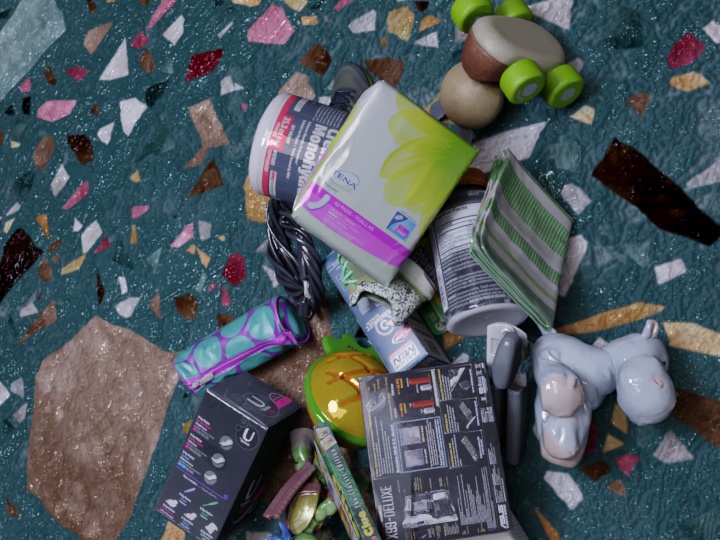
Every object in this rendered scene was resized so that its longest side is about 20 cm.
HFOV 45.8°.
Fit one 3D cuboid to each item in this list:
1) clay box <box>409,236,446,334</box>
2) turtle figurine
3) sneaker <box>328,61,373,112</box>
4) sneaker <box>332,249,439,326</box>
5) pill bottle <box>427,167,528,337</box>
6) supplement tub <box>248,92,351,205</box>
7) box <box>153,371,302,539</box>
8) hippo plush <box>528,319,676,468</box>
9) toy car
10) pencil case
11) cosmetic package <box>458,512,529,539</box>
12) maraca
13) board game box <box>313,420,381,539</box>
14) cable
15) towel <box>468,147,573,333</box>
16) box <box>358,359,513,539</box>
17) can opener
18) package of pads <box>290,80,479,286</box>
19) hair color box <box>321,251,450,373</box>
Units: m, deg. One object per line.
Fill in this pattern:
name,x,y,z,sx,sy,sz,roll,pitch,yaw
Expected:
clay box,0.147,-0.014,1.154,0.199,0.048,0.115,-38,65,13
turtle figurine,-0.029,0.299,1.143,0.198,0.145,0.195,-3,52,-4
sneaker,-0.026,-0.227,1.261,0.073,0.081,0.202,-6,66,24
sneaker,0.000,0.000,1.095,0.199,0.077,0.089,33,77,20
pill bottle,0.142,-0.027,1.069,0.105,0.106,0.202,-18,64,21
supplement tub,-0.036,-0.142,1.130,0.198,0.140,0.142,18,86,6
box,-0.182,0.260,1.184,0.105,0.122,0.201,29,104,14
hippo plush,0.290,0.142,1.022,0.159,0.161,0.201,-6,32,7
toy car,0.172,-0.247,1.171,0.200,0.157,0.165,-52,54,39
pencil case,-0.175,0.115,1.258,0.199,0.085,0.093,-30,23,17
cosmetic package,0.144,0.332,1.067,0.101,0.074,0.201,-37,68,13
maraca,-0.008,0.154,1.123,0.136,0.201,0.107,28,121,-11
board game box,-0.008,0.286,1.002,0.023,0.105,0.201,-18,59,-16
cable,-0.103,-0.036,1.228,0.050,0.164,0.201,-16,58,-13
towel,0.201,-0.044,1.039,0.023,0.152,0.201,-30,25,40
box,0.086,0.216,1.010,0.156,0.050,0.202,-8,80,-3
can opener,0.174,0.154,1.046,0.052,0.066,0.202,14,124,31
package of pads,0.024,-0.107,1.024,0.154,0.068,0.201,35,89,-6
hair color box,0.034,0.057,1.164,0.060,0.100,0.201,-38,65,12
